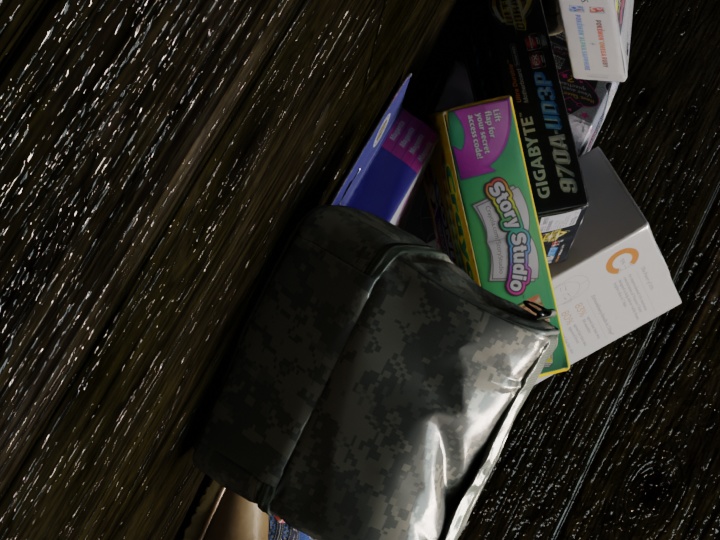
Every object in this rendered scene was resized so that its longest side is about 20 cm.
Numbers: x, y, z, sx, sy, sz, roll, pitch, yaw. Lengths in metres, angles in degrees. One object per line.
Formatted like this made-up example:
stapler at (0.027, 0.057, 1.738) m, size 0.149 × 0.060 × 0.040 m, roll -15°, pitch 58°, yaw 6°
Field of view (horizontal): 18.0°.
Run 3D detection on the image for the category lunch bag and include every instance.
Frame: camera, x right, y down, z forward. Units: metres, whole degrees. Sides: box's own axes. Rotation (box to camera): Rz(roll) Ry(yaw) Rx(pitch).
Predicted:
lunch bag at (0.014, 0.080, 1.409) m, size 0.200 × 0.168 × 0.139 m, roll -63°, pitch 160°, yaw 6°

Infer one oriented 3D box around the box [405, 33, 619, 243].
box at (0.122, -0.102, 1.928) m, size 0.115 × 0.132 × 0.200 m, roll -59°, pitch 173°, yaw -48°

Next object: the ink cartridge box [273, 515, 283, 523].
ink cartridge box at (-0.028, 0.135, 1.751) m, size 0.116 × 0.068 × 0.200 m, roll -37°, pitch 174°, yaw -2°

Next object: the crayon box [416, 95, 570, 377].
crayon box at (0.093, -0.023, 1.676) m, size 0.173 × 0.058 × 0.200 m, roll -158°, pitch -125°, yaw -85°

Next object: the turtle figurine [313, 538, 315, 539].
turtle figurine at (0.003, 0.119, 1.559) m, size 0.200 × 0.064 × 0.161 m, roll -56°, pitch 176°, yaw 8°

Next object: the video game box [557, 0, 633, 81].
video game box at (0.170, -0.258, 1.586) m, size 0.182 × 0.047 × 0.200 m, roll 69°, pitch 27°, yaw -70°

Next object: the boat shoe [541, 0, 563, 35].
boat shoe at (0.165, -0.234, 1.770) m, size 0.200 × 0.074 × 0.076 m, roll -97°, pitch -179°, yaw -71°

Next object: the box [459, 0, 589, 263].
box at (0.124, -0.116, 1.735) m, size 0.159 × 0.046 × 0.200 m, roll 97°, pitch -19°, yaw -76°

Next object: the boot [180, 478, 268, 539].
boot at (-0.033, 0.226, 1.604) m, size 0.175 × 0.200 × 0.066 m, roll -63°, pitch 177°, yaw -1°

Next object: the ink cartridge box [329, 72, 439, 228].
ink cartridge box at (-0.007, -0.009, 1.598) m, size 0.196 × 0.043 × 0.200 m, roll -60°, pitch 176°, yaw -29°

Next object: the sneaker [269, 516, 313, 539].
sneaker at (-0.079, 0.238, 1.878) m, size 0.077 × 0.085 × 0.200 m, roll -62°, pitch 176°, yaw -13°

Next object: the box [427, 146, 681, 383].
box at (0.144, 0.011, 1.862) m, size 0.200 × 0.098 × 0.124 m, roll -29°, pitch 142°, yaw 3°
